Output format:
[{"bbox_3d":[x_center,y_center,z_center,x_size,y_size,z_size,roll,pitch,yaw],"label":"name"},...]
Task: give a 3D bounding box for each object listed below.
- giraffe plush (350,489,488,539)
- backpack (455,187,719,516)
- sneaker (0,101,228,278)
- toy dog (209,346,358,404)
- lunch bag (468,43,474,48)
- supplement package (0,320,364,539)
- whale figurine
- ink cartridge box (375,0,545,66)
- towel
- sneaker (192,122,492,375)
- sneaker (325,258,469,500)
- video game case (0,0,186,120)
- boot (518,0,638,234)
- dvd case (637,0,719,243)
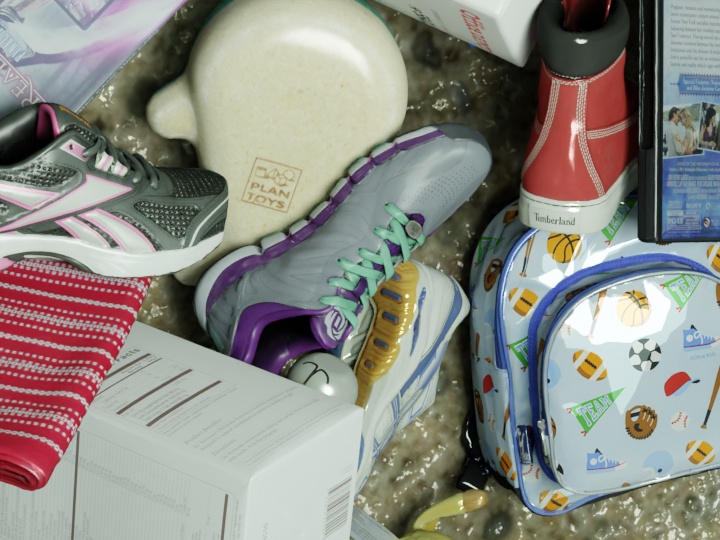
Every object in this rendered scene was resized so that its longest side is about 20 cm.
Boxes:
[{"bbox_3d":[0.049,0.250,1.573,0.172,0.200,0.162,-23,125,-7],"label":"giraffe plush"},{"bbox_3d":[0.152,0.041,1.582,0.200,0.154,0.191,-14,97,-16],"label":"backpack"},{"bbox_3d":[-0.157,-0.049,1.428,0.200,0.080,0.086,-4,120,-35],"label":"sneaker"},{"bbox_3d":[-0.078,0.142,1.516,0.096,0.132,0.200,0,99,-61],"label":"toy dog"},{"bbox_3d":[0.109,-0.238,1.578,0.200,0.094,0.151,-25,102,0],"label":"lunch bag"},{"bbox_3d":[-0.114,0.108,1.423,0.110,0.200,0.114,-28,132,-52],"label":"supplement package"},{"bbox_3d":[-0.050,-0.080,1.539,0.159,0.104,0.200,13,116,-11],"label":"whale figurine"},{"bbox_3d":[0.015,-0.200,1.467,0.200,0.146,0.084,25,88,11],"label":"ink cartridge box"},{"bbox_3d":[-0.204,0.038,1.382,0.144,0.200,0.023,13,125,6],"label":"towel"},{"bbox_3d":[0.000,0.000,1.491,0.200,0.088,0.074,-35,135,13],"label":"sneaker"},{"bbox_3d":[0.006,0.088,1.578,0.088,0.075,0.200,10,113,-52],"label":"sneaker"},{"bbox_3d":[-0.186,-0.158,1.450,0.200,0.019,0.143,-45,86,13],"label":"video game case"},{"bbox_3d":[0.139,-0.120,1.530,0.072,0.200,0.144,7,111,11],"label":"boot"},{"bbox_3d":[0.213,-0.116,1.522,0.143,0.018,0.200,-2,93,-42],"label":"dvd case"}]
